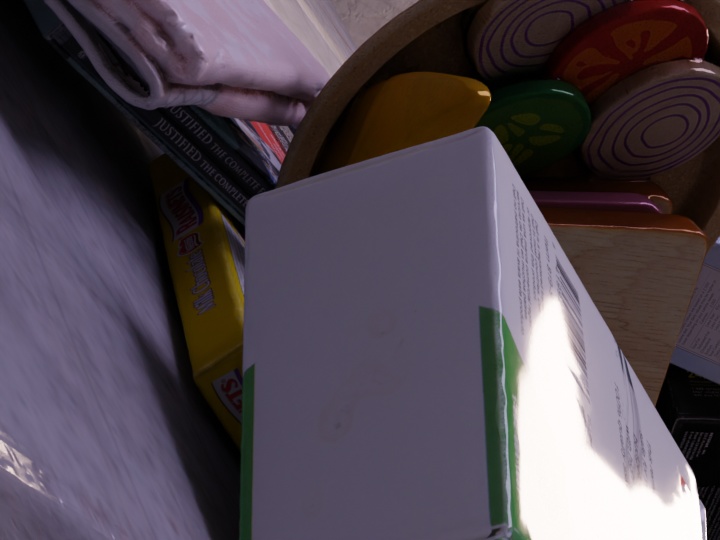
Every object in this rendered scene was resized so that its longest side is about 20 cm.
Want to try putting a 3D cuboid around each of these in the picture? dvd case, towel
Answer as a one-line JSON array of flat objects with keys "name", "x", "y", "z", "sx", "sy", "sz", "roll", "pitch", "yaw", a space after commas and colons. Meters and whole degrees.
[{"name": "dvd case", "x": -0.069, "y": -0.073, "z": 1.029, "sx": 0.200, "sy": 0.022, "sz": 0.146, "roll": 45, "pitch": 9, "yaw": -45}, {"name": "towel", "x": -0.098, "y": -0.125, "z": 0.926, "sx": 0.200, "sy": 0.032, "sz": 0.191, "roll": 49, "pitch": 10, "yaw": 6}]

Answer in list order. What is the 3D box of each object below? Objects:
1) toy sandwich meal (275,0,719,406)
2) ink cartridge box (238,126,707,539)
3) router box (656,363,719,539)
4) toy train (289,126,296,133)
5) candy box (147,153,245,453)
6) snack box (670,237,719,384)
[{"name": "toy sandwich meal", "x": 0.060, "y": -0.014, "z": 0.981, "sx": 0.205, "sy": 0.205, "sz": 0.070, "roll": 55, "pitch": 4, "yaw": -44}, {"name": "ink cartridge box", "x": 0.041, "y": 0.079, "z": 0.863, "sx": 0.200, "sy": 0.083, "sz": 0.147, "roll": 55, "pitch": 26, "yaw": -45}, {"name": "router box", "x": 0.108, "y": 0.081, "z": 1.212, "sx": 0.149, "sy": 0.051, "sz": 0.200, "roll": -104, "pitch": -156, "yaw": -46}, {"name": "toy train", "x": 0.000, "y": 0.000, "z": 1.181, "sx": 0.114, "sy": 0.087, "sz": 0.200, "roll": 50, "pitch": 8, "yaw": -28}, {"name": "candy box", "x": -0.031, "y": 0.030, "z": 0.979, "sx": 0.102, "sy": 0.026, "sz": 0.200, "roll": 55, "pitch": 5, "yaw": -22}, {"name": "snack box", "x": 0.138, "y": -0.035, "z": 1.143, "sx": 0.200, "sy": 0.068, "sz": 0.169, "roll": 22, "pitch": 36, "yaw": -3}]
